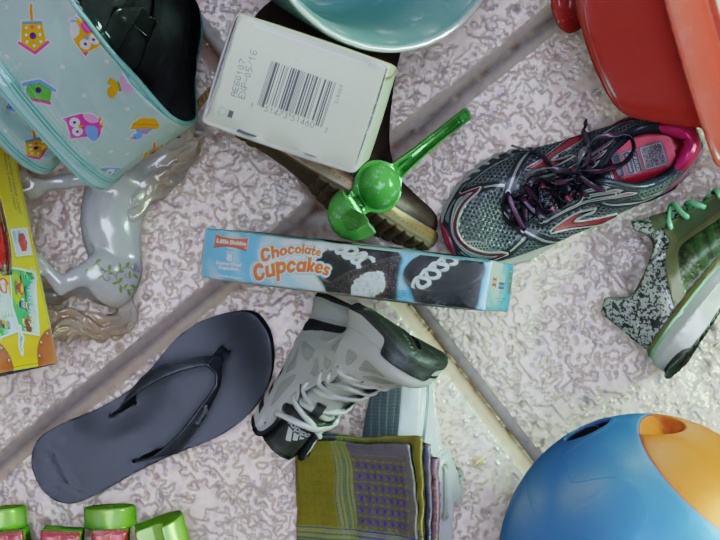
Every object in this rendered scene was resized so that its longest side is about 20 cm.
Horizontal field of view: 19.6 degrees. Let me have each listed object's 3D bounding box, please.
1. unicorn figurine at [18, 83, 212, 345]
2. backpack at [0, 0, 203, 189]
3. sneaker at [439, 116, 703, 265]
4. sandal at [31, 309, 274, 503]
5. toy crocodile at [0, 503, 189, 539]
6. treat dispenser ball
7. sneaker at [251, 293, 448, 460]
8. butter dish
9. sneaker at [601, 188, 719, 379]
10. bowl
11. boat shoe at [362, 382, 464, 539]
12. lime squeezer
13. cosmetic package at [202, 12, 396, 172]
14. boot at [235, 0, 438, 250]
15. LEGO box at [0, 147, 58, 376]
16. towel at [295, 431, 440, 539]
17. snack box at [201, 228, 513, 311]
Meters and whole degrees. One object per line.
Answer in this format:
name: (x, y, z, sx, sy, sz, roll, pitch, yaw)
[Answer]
unicorn figurine: (-0.183, -0.045, 1.485, 0.136, 0.074, 0.202, 4, 102, -11)
backpack: (-0.191, -0.152, 1.376, 0.153, 0.201, 0.176, -33, 123, 8)
sneaker: (0.149, -0.065, 1.487, 0.199, 0.075, 0.081, -25, 90, -2)
sandal: (-0.143, 0.103, 1.487, 0.199, 0.043, 0.076, -36, 89, -3)
toy crocodile: (-0.217, 0.200, 1.472, 0.198, 0.062, 0.068, -2, 88, -1)
treat dispenser ball: (0.192, 0.198, 1.415, 0.199, 0.201, 0.203, 0, 88, -2)
sneaker: (-0.010, 0.086, 1.416, 0.075, 0.200, 0.116, 31, 85, -17)
butter dish: (0.202, -0.194, 1.449, 0.147, 0.200, 0.201, -4, 124, 30)
sneaker: (0.240, -0.027, 1.494, 0.088, 0.077, 0.201, 30, 85, 8)
bowl: (-0.009, -0.245, 1.412, 0.199, 0.105, 0.203, -1, 91, -31)
boat shoe: (0.040, 0.156, 1.487, 0.066, 0.073, 0.202, 4, 94, -21)
lime squeezer: (0.014, -0.059, 1.415, 0.038, 0.200, 0.071, 42, 125, -1)
cosmetic package: (-0.035, -0.114, 1.339, 0.103, 0.200, 0.074, 19, 96, -1)
boot: (0.008, -0.129, 1.489, 0.199, 0.072, 0.167, 36, 75, -14)
LEGO box: (-0.306, -0.017, 1.438, 0.148, 0.077, 0.202, -13, 88, 30)
towel: (-0.001, 0.210, 1.451, 0.023, 0.143, 0.202, 2, 91, -43)
snack box: (0.000, 0.000, 1.439, 0.198, 0.116, 0.038, 7, 90, 11)
